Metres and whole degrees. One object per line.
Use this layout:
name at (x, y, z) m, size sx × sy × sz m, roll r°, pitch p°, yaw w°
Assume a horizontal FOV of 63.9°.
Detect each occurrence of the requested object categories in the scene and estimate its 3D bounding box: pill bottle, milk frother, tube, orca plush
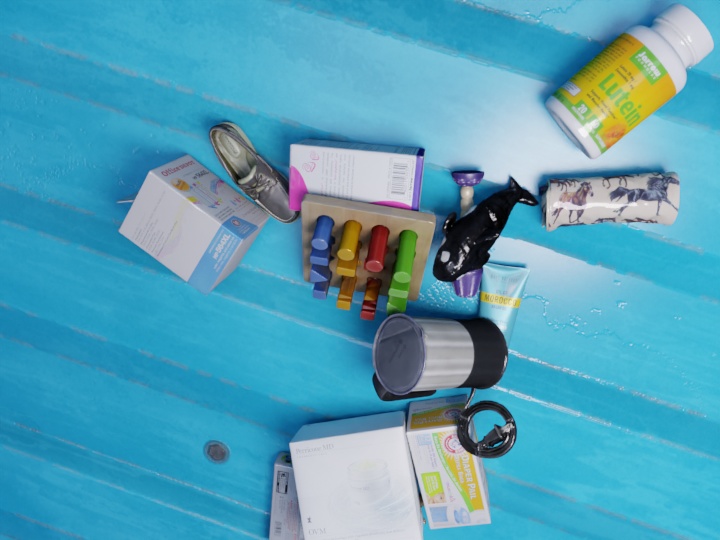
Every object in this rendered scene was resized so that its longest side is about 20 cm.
pill bottle at (0.368, -0.260, 0.795) m, size 0.200 × 0.111 × 0.111 m, roll -41°, pitch 97°, yaw 18°
milk frother at (0.134, 0.177, 0.878) m, size 0.187 × 0.200 × 0.181 m, roll 5°, pitch 120°, yaw -37°
tube at (0.226, 0.088, 0.965) m, size 0.077 × 0.050 × 0.201 m, roll 8°, pitch 104°, yaw 8°
orca plush at (0.195, -0.053, 0.863) m, size 0.199 × 0.071 × 0.106 m, roll -32°, pitch 115°, yaw -16°

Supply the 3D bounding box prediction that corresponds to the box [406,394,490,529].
box at (0.157, 0.336, 1.020) m, size 0.112 × 0.101 × 0.201 m, roll -12°, pitch 105°, yaw 13°

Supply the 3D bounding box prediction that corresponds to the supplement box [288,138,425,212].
supplement box at (-0.004, -0.143, 0.898) m, size 0.198 × 0.103 × 0.102 m, roll 7°, pitch 109°, yaw 6°

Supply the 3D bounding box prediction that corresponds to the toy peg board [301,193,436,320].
toy peg board at (0.000, 0.000, 0.890) m, size 0.198 × 0.098 × 0.201 m, roll 10°, pitch 142°, yaw 3°

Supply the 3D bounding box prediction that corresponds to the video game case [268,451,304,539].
video game case at (-0.082, 0.465, 1.129) m, size 0.180 × 0.045 × 0.201 m, roll 9°, pitch 108°, yaw 7°

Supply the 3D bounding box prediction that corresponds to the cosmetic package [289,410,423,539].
cosmetic package at (-0.003, 0.369, 1.011) m, size 0.198 × 0.123 × 0.201 m, roll -10°, pitch 87°, yaw 6°

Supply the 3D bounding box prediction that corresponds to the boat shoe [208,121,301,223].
boat shoe at (-0.176, -0.153, 0.941) m, size 0.072 × 0.066 × 0.201 m, roll -37°, pitch 98°, yaw 17°

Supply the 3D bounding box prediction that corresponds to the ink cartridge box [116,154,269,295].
ink cartridge box at (-0.277, -0.085, 0.941) m, size 0.200 × 0.129 × 0.125 m, roll 37°, pitch 115°, yaw -4°

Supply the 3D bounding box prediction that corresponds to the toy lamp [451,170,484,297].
toy lamp at (0.170, -0.056, 0.922) m, size 0.058 × 0.058 × 0.201 m, roll 2°, pitch 105°, yaw 9°

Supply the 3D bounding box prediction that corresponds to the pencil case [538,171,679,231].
pencil case at (0.372, -0.102, 0.863) m, size 0.198 × 0.089 × 0.078 m, roll -2°, pitch 79°, yaw 9°

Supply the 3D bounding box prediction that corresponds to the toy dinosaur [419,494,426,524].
toy dinosaur at (0.054, 0.491, 1.109) m, size 0.199 × 0.058 × 0.102 m, roll -22°, pitch 99°, yaw -5°
